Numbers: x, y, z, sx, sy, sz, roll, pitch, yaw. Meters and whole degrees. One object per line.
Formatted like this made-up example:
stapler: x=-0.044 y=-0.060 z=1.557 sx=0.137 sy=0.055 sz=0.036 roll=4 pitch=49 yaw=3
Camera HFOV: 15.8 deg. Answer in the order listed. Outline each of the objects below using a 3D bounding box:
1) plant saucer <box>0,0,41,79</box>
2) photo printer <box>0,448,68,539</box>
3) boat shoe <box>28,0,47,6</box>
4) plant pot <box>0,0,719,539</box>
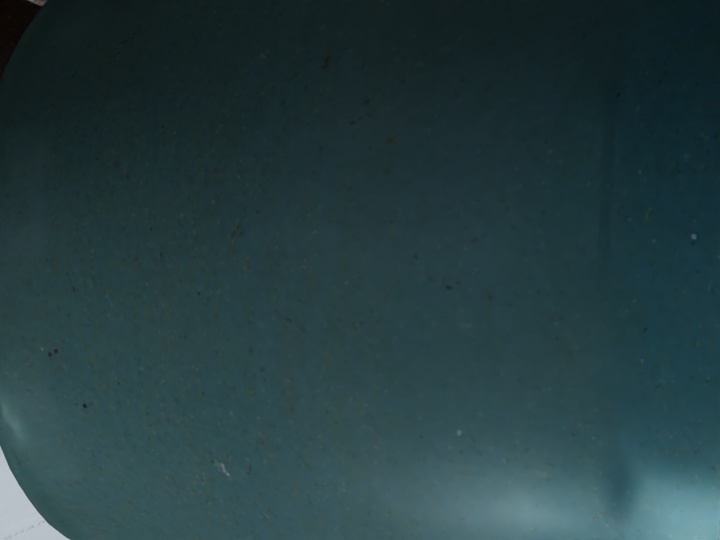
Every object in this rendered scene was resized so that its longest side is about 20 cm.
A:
plant saucer: x=-0.081 y=-0.031 z=0.890 sx=0.199 sy=0.035 sz=0.200 roll=11 pitch=156 yaw=5
photo printer: x=-0.106 y=0.035 z=0.795 sx=0.166 sy=0.070 sz=0.200 roll=-23 pitch=160 yaw=-30
boat shoe: x=-0.081 y=-0.106 z=0.700 sx=0.199 sy=0.076 sz=0.072 roll=15 pitch=-169 yaw=-28
plant pot: x=0.025 y=-0.002 z=0.572 sx=0.187 sy=0.201 sz=0.200 roll=1 pitch=154 yaw=22
